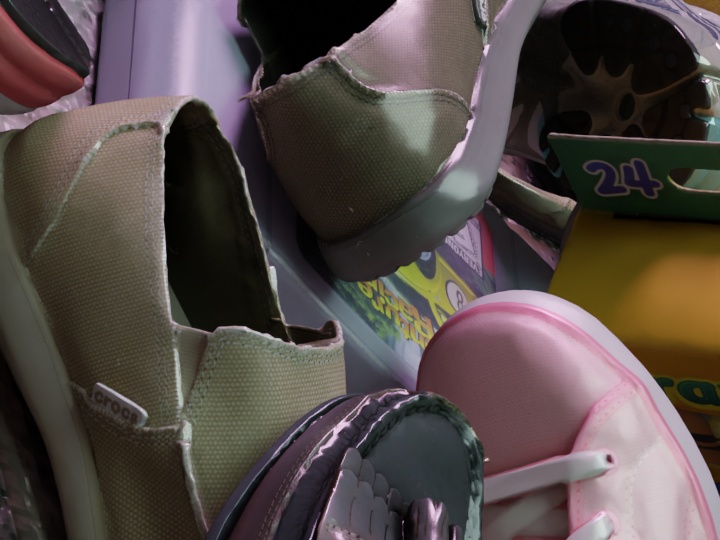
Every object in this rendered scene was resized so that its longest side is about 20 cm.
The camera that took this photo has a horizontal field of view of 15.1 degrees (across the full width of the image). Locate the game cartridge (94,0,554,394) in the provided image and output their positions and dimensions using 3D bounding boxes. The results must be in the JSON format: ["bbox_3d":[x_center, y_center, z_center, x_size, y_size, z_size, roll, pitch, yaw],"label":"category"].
[{"bbox_3d":[0.000,0.000,0.801,0.200,0.041,0.134,42,31,-30],"label":"game cartridge"}]

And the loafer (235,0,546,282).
[{"bbox_3d":[0.009,-0.080,0.781,0.070,0.075,0.200,50,24,-25],"label":"loafer"}]

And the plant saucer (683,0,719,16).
[{"bbox_3d":[0.116,-0.097,1.065,0.200,0.048,0.201,69,4,-54],"label":"plant saucer"}]

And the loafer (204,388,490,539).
[{"bbox_3d":[-0.006,0.100,0.548,0.072,0.063,0.200,47,45,-22],"label":"loafer"}]

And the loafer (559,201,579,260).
[{"bbox_3d":[0.141,0.043,0.914,0.063,0.072,0.200,14,-26,50],"label":"loafer"}]

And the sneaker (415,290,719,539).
[{"bbox_3d":[0.053,0.104,0.692,0.105,0.075,0.201,-10,82,-65],"label":"sneaker"}]

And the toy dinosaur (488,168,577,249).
[{"bbox_3d":[0.105,-0.012,0.964,0.200,0.088,0.048,36,54,-38],"label":"toy dinosaur"}]

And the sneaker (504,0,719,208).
[{"bbox_3d":[0.071,-0.063,0.884,0.086,0.078,0.200,7,19,-38],"label":"sneaker"}]

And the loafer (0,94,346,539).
[{"bbox_3d":[-0.032,0.043,0.638,0.201,0.068,0.076,62,24,13],"label":"loafer"}]

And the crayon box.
[{"bbox_3d":[0.133,0.044,0.813,0.052,0.125,0.200,-65,144,-30],"label":"crayon box"}]

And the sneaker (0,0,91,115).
[{"bbox_3d":[-0.114,-0.055,0.606,0.074,0.087,0.200,59,-2,-8],"label":"sneaker"}]
